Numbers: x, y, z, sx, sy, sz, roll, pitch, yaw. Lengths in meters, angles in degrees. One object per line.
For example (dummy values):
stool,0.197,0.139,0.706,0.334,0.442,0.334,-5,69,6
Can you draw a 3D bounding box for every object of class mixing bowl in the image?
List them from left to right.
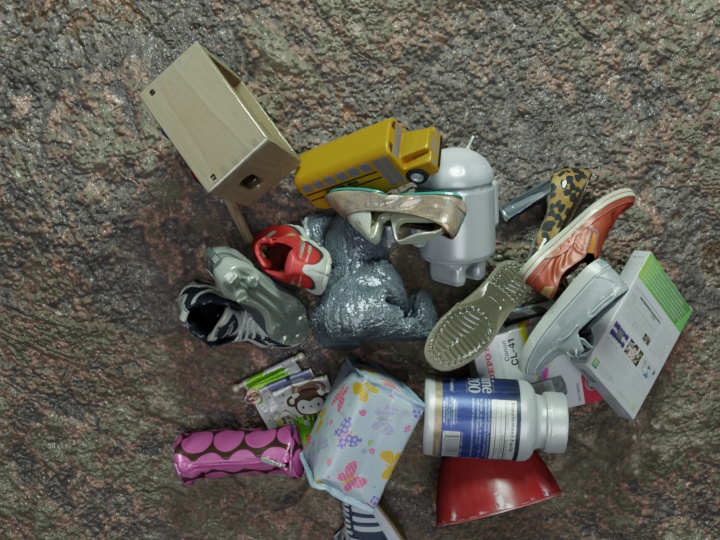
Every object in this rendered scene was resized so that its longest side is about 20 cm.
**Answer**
mixing bowl,0.195,0.308,1.212,0.196,0.200,0.110,-15,74,1

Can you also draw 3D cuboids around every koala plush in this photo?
koala plush,0.000,0.000,1.124,0.174,0.183,0.204,-9,79,21

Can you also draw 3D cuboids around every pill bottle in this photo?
pill bottle,0.185,0.207,1.121,0.196,0.111,0.113,3,105,4

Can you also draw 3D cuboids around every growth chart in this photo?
growth chart,-0.089,0.223,1.246,0.143,0.018,0.202,-30,105,4

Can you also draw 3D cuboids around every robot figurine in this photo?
robot figurine,0.133,-0.084,1.126,0.168,0.112,0.204,-16,109,-38

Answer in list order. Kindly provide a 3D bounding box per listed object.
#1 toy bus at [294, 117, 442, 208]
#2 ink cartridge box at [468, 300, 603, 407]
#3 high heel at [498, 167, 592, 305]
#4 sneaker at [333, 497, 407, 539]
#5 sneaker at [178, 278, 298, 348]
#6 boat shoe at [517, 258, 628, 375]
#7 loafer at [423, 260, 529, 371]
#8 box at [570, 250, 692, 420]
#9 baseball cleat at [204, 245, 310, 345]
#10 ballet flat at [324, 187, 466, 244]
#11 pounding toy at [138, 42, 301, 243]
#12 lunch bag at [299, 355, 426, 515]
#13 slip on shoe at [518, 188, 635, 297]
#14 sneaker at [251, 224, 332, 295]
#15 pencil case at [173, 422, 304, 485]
toy bus,0.011,-0.146,1.080,0.197,0.066,0.078,-16,139,33
ink cartridge box,0.266,0.134,1.206,0.196,0.086,0.150,-14,105,0
high heel,0.303,-0.041,1.144,0.141,0.071,0.203,-28,79,10
sneaker,-0.014,0.388,1.264,0.107,0.070,0.202,-30,109,4
sneaker,-0.171,0.078,1.145,0.196,0.130,0.080,25,103,-9
boat shoe,0.288,0.081,1.086,0.072,0.069,0.202,46,122,27
loafer,0.165,0.071,1.132,0.199,0.068,0.076,-41,78,-19
box,0.400,0.094,1.170,0.144,0.036,0.201,44,73,-28
baseball cleat,-0.139,0.026,1.091,0.070,0.107,0.200,-40,139,-3
ballet flat,0.039,-0.069,1.042,0.196,0.068,0.069,3,74,24
pounding toy,-0.180,-0.157,1.061,0.142,0.200,0.185,-38,81,7
lunch bag,-0.002,0.223,1.144,0.126,0.200,0.172,27,88,-14
slip on shoe,0.303,-0.037,1.085,0.199,0.074,0.061,-40,73,-12
sneaker,-0.110,-0.027,1.088,0.084,0.199,0.078,15,94,-32
pencil case,-0.184,0.279,1.204,0.196,0.094,0.092,-7,110,8
